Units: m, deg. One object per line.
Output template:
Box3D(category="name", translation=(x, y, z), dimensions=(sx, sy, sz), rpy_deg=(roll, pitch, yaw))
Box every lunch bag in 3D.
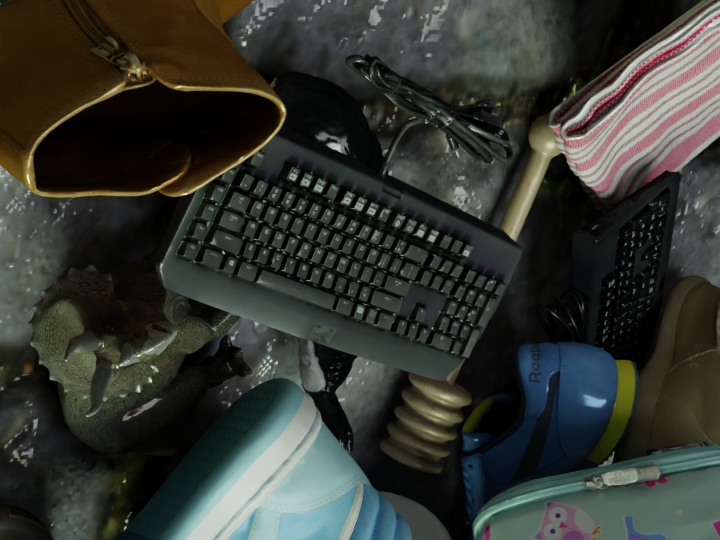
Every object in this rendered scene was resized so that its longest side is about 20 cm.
Box3D(category="lunch bag", translation=(0.137, 0.162, 0.866), dimensions=(0.159, 0.077, 0.200), rpy_deg=(-10, 149, 3))

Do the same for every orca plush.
Box3D(category="orca plush", translation=(0.000, 0.000, 0.751), dimensions=(0.105, 0.071, 0.201), rpy_deg=(-61, 155, -57))

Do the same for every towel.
Box3D(category="towel", translation=(0.173, -0.087, 0.847), dimensions=(0.146, 0.030, 0.200), rpy_deg=(-35, 163, 6))

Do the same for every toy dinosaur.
Box3D(category="toy dinosaur", translation=(-0.097, 0.038, 0.721), dimensions=(0.102, 0.077, 0.200), rpy_deg=(-31, 163, -22))

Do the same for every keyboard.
Box3D(category="keyboard", translation=(0.146, 0.039, 0.937), dimensions=(0.104, 0.040, 0.201), rpy_deg=(-34, 146, -20))
Box3D(category="keyboard", translation=(0.007, -0.028, 0.695), dimensions=(0.200, 0.021, 0.128), rpy_deg=(21, 92, -49))

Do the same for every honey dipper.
Box3D(category="honey dipper", translation=(0.063, 0.010, 0.881), dimensions=(0.038, 0.038, 0.201), rpy_deg=(16, 98, -47))

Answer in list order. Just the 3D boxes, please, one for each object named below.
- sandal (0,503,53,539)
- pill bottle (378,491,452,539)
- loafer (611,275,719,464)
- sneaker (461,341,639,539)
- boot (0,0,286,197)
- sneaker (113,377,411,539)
Box3D(category="sandal", translation=(-0.164, 0.192, 0.749), dimensions=(0.081, 0.054, 0.201), rpy_deg=(-16, 124, -38))
Box3D(category="pill bottle", translation=(0.021, 0.222, 0.904), dimensions=(0.112, 0.112, 0.201), rpy_deg=(-40, 136, -20))
Box3D(category="loafer", translation=(0.193, 0.071, 0.950), dimensions=(0.200, 0.067, 0.076), rpy_deg=(-54, 158, -54))
Box3D(category="sneaker", translation=(0.081, 0.107, 0.921), dimensions=(0.078, 0.066, 0.201), rpy_deg=(13, 136, -11))
Box3D(category="boot", translation=(-0.067, -0.084, 0.613), dimensions=(0.201, 0.144, 0.071), rpy_deg=(-26, 130, -32))
Box3D(category="sneaker", translation=(-0.055, 0.160, 0.715), dimensions=(0.131, 0.079, 0.200), rpy_deg=(45, 80, -17))
